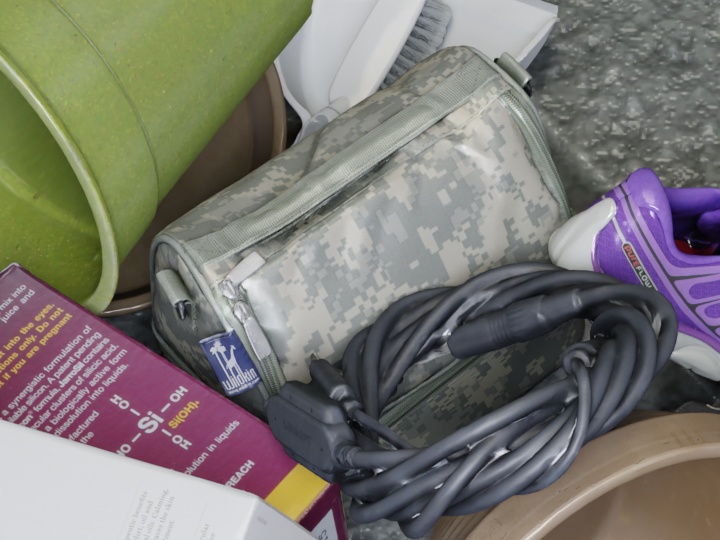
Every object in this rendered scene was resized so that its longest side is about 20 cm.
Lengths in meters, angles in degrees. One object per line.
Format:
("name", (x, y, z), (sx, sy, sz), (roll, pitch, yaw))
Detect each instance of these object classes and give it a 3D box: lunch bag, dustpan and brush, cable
("lunch bag", (0.000, 0.000, 1.395), (0.200, 0.168, 0.139), (-34, 56, -17))
("dustpan and brush", (-0.003, -0.088, 1.528), (0.139, 0.057, 0.200), (23, 71, 23))
("cable", (0.056, 0.051, 1.241), (0.163, 0.051, 0.200), (-24, 17, -18))

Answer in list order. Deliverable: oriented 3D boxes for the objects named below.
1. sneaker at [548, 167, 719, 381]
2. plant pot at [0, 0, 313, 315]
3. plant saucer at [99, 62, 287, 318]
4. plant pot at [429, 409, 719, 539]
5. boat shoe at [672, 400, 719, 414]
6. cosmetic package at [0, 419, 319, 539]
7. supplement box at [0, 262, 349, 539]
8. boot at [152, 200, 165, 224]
("sneaker", (0.181, 0.010, 1.367), (0.083, 0.200, 0.081), (-46, 42, 29))
("plant pot", (-0.124, -0.111, 1.399), (0.200, 0.200, 0.190), (32, 58, 27))
("plant saucer", (-0.137, -0.068, 1.480), (0.200, 0.029, 0.200), (1, 70, -3))
("plant pot", (0.094, 0.128, 1.272), (0.201, 0.201, 0.093), (-28, 45, -13))
("boat shoe", (0.150, 0.089, 1.377), (0.200, 0.070, 0.066), (-3, 54, 15))
("cosmetic package", (-0.132, 0.122, 1.222), (0.200, 0.085, 0.108), (16, 78, 24))
("supplement box", (-0.108, 0.110, 1.351), (0.200, 0.131, 0.103), (31, 63, 25))
("boot", (-0.167, -0.084, 1.545), (0.144, 0.072, 0.200), (-17, 61, -6))
